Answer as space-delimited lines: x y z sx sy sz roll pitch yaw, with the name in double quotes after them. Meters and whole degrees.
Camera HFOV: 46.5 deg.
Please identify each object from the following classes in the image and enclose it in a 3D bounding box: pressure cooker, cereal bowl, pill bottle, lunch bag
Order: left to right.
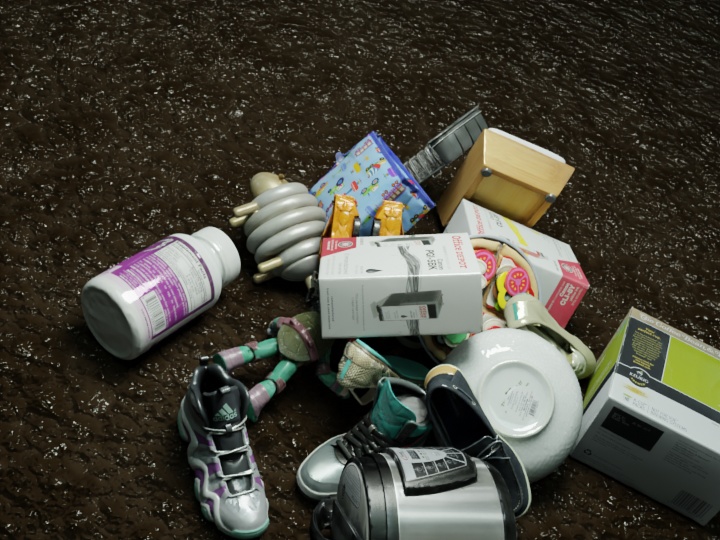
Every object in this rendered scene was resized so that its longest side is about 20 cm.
-0.253 0.020 1.093 0.112 0.113 0.199 35 43 18 "pill bottle"
-0.002 -0.126 1.311 0.094 0.150 0.201 36 16 -44 "lunch bag"
0.046 0.281 0.876 0.197 0.177 0.180 5 50 -13 "pressure cooker"
0.187 0.166 1.051 0.197 0.083 0.203 0 72 -1 "cereal bowl"

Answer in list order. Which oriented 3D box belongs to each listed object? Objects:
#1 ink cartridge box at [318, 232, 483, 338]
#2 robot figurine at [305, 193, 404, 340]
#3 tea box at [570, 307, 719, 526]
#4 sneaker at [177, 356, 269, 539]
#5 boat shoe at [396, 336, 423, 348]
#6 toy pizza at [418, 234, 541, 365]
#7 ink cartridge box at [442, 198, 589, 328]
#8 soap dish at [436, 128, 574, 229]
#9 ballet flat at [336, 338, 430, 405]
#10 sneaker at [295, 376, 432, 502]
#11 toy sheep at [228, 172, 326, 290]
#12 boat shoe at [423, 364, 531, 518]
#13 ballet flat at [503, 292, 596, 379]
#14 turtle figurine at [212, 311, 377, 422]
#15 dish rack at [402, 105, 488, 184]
0.049 0.016 1.060 0.197 0.084 0.147 -2 22 0 "ink cartridge box"
0.000 0.000 1.171 0.143 0.203 0.058 7 7 -6 "robot figurine"
0.415 0.192 1.135 0.198 0.135 0.197 27 43 10 "tea box"
-0.151 0.185 0.932 0.077 0.141 0.201 -13 50 -31 "sneaker"
0.104 0.029 1.252 0.071 0.061 0.202 20 42 3 "boat shoe"
0.169 0.051 1.170 0.197 0.204 0.032 2 6 -18 "toy pizza"
0.230 -0.013 1.279 0.198 0.084 0.146 22 26 -10 "ink cartridge box"
0.225 -0.120 1.347 0.155 0.201 0.082 22 53 -7 "soap dish"
0.025 0.140 1.079 0.068 0.076 0.199 34 3 32 "ballet flat"
0.017 0.193 0.999 0.198 0.122 0.084 -22 55 -36 "sneaker"
-0.107 -0.051 1.216 0.137 0.138 0.202 -19 83 -35 "toy sheep"
0.133 0.206 0.979 0.202 0.074 0.062 61 18 -2 "boat shoe"
0.267 0.111 1.169 0.199 0.069 0.070 40 33 -27 "ballet flat"
-0.081 0.103 1.084 0.198 0.102 0.150 -26 51 -29 "turtle figurine"
0.113 -0.179 1.379 0.055 0.199 0.153 54 44 -3 "dish rack"
